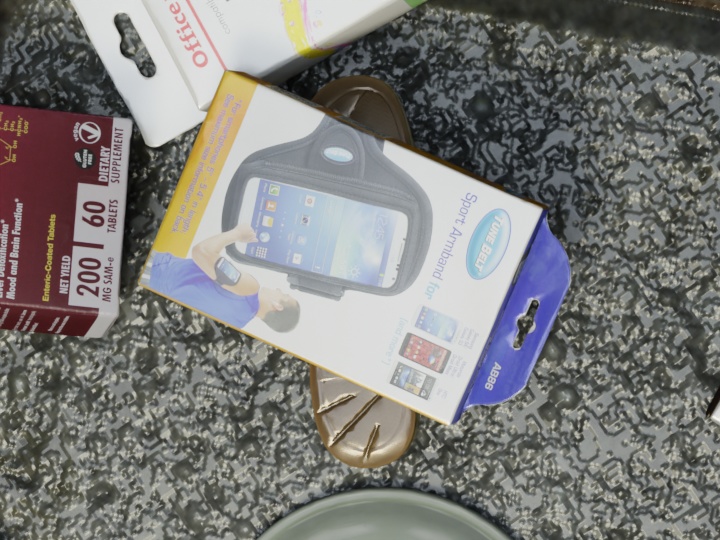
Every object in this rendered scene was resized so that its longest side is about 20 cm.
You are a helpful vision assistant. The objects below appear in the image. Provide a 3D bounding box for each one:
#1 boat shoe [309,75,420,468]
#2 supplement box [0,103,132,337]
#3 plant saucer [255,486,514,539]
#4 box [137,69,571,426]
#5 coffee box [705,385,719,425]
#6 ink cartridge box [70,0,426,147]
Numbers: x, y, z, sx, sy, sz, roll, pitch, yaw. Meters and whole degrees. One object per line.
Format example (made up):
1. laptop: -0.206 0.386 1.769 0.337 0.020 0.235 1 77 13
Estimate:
1. boat shoe: 0.000 0.000 1.451 0.071 0.065 0.201 0 92 10
2. supplement box: -0.222 -0.032 1.439 0.199 0.061 0.109 5 76 -12
3. plant saucer: 0.011 0.215 1.459 0.199 0.050 0.201 0 91 6
4. box: 0.002 -0.008 1.397 0.199 0.041 0.120 24 96 10
5. coffee box: 0.288 0.072 1.408 0.199 0.080 0.115 30 94 6
6. ink cartridge box: -0.055 -0.158 1.454 0.199 0.067 0.117 -30 88 6
